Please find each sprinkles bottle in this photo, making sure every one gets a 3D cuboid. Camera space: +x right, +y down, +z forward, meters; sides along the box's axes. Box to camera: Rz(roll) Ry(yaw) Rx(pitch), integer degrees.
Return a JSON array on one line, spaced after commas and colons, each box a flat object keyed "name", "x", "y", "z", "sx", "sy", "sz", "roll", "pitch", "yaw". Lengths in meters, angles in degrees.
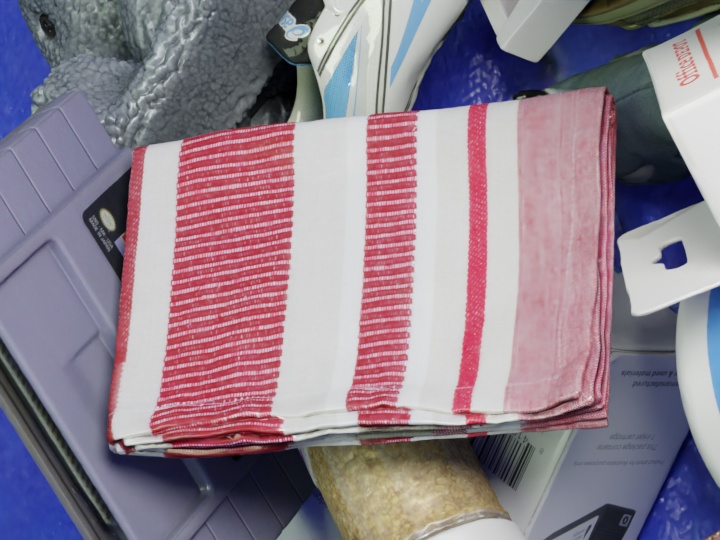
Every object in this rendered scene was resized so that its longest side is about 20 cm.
[{"name": "sprinkles bottle", "x": 0.003, "y": 0.057, "z": 1.157, "sx": 0.068, "sy": 0.068, "sz": 0.200, "roll": -45, "pitch": 58, "yaw": 33}]

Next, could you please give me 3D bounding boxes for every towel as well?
[{"name": "towel", "x": 0.000, "y": 0.000, "z": 1.109, "sx": 0.199, "sy": 0.023, "sz": 0.145, "roll": -6, "pitch": 59, "yaw": 15}]

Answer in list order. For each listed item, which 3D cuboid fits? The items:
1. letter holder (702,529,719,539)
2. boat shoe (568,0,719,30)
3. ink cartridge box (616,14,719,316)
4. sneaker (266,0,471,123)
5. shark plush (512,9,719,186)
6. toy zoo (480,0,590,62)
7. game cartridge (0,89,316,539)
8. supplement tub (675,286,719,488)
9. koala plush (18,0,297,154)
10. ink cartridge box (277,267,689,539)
[{"name": "letter holder", "x": 0.118, "y": 0.184, "z": 0.954, "sx": 0.142, "sy": 0.199, "sz": 0.101, "roll": 36, "pitch": 147, "yaw": 50}, {"name": "boat shoe", "x": 0.140, "y": -0.134, "z": 1.158, "sx": 0.200, "sy": 0.063, "sz": 0.074, "roll": -14, "pitch": 62, "yaw": 53}, {"name": "ink cartridge box", "x": 0.170, "y": -0.066, "z": 1.022, "sx": 0.199, "sy": 0.117, "sz": 0.068, "roll": -28, "pitch": 102, "yaw": 9}, {"name": "sneaker", "x": 0.006, "y": -0.117, "z": 1.205, "sx": 0.072, "sy": 0.072, "sz": 0.201, "roll": -130, "pitch": 56, "yaw": -63}, {"name": "shark plush", "x": 0.098, "y": -0.074, "z": 1.178, "sx": 0.200, "sy": 0.083, "sz": 0.091, "roll": 9, "pitch": 94, "yaw": 44}, {"name": "toy zoo", "x": 0.082, "y": -0.177, "z": 1.192, "sx": 0.131, "sy": 0.020, "sz": 0.200, "roll": -57, "pitch": 31, "yaw": 27}, {"name": "game cartridge", "x": -0.096, "y": 0.036, "z": 1.159, "sx": 0.038, "sy": 0.130, "sz": 0.200, "roll": -21, "pitch": 106, "yaw": 37}, {"name": "supplement tub", "x": 0.224, "y": 0.021, "z": 1.018, "sx": 0.200, "sy": 0.132, "sz": 0.133, "roll": -18, "pitch": 76, "yaw": 42}, {"name": "koala plush", "x": -0.086, "y": -0.128, "z": 1.313, "sx": 0.200, "sy": 0.177, "sz": 0.184, "roll": 28, "pitch": 95, "yaw": 42}, {"name": "ink cartridge box", "x": 0.045, "y": 0.083, "z": 1.222, "sx": 0.145, "sy": 0.084, "sz": 0.201, "roll": 39, "pitch": 114, "yaw": 38}]
